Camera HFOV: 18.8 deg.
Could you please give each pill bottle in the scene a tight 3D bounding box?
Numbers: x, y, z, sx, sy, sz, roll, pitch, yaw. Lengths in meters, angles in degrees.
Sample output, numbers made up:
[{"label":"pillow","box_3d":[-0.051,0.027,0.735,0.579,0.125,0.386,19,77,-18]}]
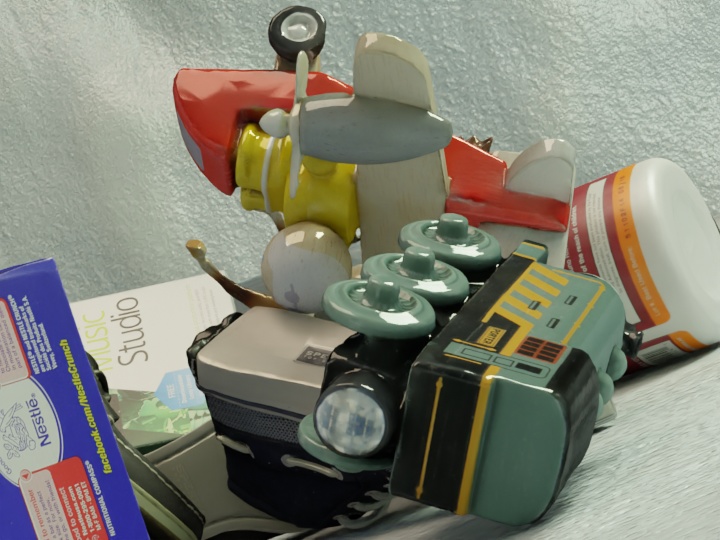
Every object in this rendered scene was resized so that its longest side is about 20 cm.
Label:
[{"label":"pill bottle","box_3d":[0.108,0.019,1.272,0.200,0.113,0.113,-21,0,24]}]

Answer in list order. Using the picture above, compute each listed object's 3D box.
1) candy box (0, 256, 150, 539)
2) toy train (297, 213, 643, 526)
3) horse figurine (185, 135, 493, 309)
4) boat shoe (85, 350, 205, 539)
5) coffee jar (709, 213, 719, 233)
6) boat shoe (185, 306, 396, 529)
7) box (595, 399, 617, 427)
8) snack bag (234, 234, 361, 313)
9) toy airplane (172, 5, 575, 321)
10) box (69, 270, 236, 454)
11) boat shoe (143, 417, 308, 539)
[{"label":"candy box","box_3d":[-0.180,0.104,0.922,0.077,0.169,0.200,-17,-4,-39]},{"label":"toy train","box_3d":[0.049,0.038,0.899,0.114,0.085,0.200,16,20,14]},{"label":"horse figurine","box_3d":[0.000,0.000,1.225,0.200,0.133,0.050,-24,28,18]},{"label":"boat shoe","box_3d":[-0.149,0.062,1.024,0.066,0.201,0.072,-55,3,-33]},{"label":"coffee jar","box_3d":[0.182,0.004,1.480,0.104,0.085,0.200,-19,-1,-6]},{"label":"boat shoe","box_3d":[0.012,0.082,1.022,0.200,0.093,0.075,16,40,35]},{"label":"box","box_3d":[0.052,0.065,1.134,0.082,0.068,0.200,-21,-1,-19]},{"label":"snack bag","box_3d":[0.005,0.044,1.615,0.188,0.021,0.200,-20,-42,33]},{"label":"toy airplane","box_3d":[0.009,-0.030,1.076,0.199,0.200,0.141,-6,43,53]},{"label":"box","box_3d":[-0.165,0.075,1.304,0.200,0.036,0.144,-13,40,-4]},{"label":"boat shoe","box_3d":[-0.079,0.119,1.110,0.200,0.074,0.060,-21,-9,-32]}]
